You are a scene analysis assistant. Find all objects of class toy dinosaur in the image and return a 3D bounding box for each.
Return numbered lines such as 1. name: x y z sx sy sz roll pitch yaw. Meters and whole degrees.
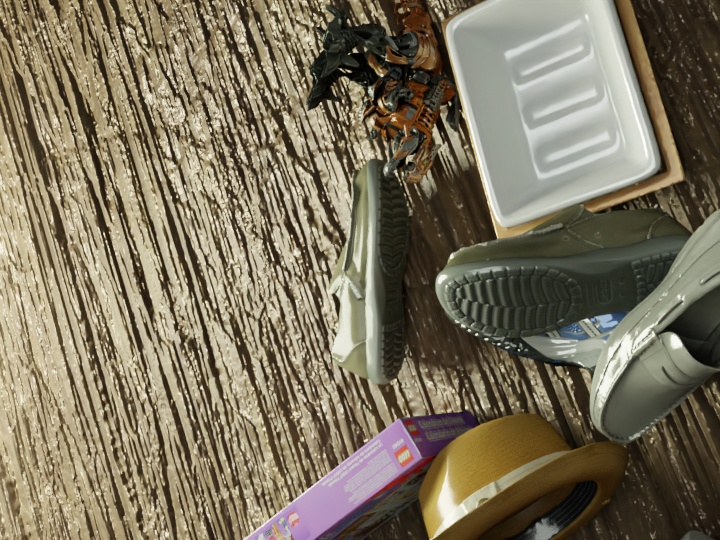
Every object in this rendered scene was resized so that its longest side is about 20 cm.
1. toy dinosaur: 0.025 -0.178 0.934 0.103 0.134 0.202 111 161 -50

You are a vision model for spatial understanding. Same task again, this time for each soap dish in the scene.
1. soap dish: 0.164 -0.139 0.851 0.156 0.081 0.202 -20 77 27

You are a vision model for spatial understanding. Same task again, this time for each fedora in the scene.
1. fedora: 0.109 0.172 0.810 0.200 0.200 0.082 -44 55 20

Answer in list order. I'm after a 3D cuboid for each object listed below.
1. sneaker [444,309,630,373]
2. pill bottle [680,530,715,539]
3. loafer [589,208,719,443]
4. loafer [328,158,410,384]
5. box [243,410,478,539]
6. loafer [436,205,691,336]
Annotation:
1. sneaker: 0.165 0.039 0.849 0.198 0.076 0.078 12 86 21
2. pill bottle: 0.213 0.295 0.776 0.112 0.112 0.201 42 106 25
3. loafer: 0.223 0.049 0.727 0.069 0.070 0.201 17 121 -12
4. loafer: 0.000 0.000 0.940 0.069 0.075 0.203 1 87 26
5. box: 0.003 0.192 0.890 0.200 0.136 0.039 -41 68 21
6. loafer: 0.154 -0.004 0.785 0.197 0.076 0.070 -6 42 1
